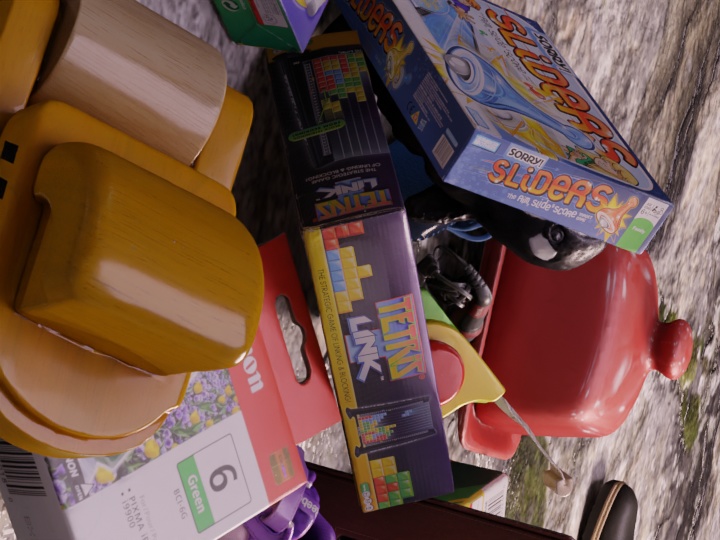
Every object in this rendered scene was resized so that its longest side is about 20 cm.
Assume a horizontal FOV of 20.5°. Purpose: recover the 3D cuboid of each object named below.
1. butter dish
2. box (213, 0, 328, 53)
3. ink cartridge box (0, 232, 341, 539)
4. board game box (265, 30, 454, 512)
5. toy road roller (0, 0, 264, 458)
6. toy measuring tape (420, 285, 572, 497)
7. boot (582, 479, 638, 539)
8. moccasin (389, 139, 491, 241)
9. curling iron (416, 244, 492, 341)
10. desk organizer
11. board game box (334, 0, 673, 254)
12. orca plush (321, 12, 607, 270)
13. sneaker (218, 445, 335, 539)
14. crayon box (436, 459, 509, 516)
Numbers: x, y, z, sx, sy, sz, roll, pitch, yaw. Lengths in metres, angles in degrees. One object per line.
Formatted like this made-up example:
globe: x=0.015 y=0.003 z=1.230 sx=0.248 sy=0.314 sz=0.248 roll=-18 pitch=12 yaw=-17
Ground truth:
butter dish: x=0.161 y=0.044 z=1.407 sx=0.199 sy=0.147 sz=0.201 roll=27 pitch=75 yaw=-73
box: x=-0.026 y=-0.226 z=1.027 sx=0.118 sy=0.048 sz=0.201 roll=64 pitch=41 yaw=-54
ink cartridge box: x=-0.077 y=0.064 z=0.928 sx=0.200 sy=0.050 sz=0.110 roll=-27 pitch=107 yaw=-40
board game box: x=0.000 y=0.000 z=1.069 sx=0.166 sy=0.056 sz=0.201 roll=-105 pitch=-177 yaw=-50
toy road roller: x=-0.099 y=-0.024 z=0.788 sx=0.123 sy=0.146 sz=0.201 roll=27 pitch=68 yaw=-34
toy measuring tape: x=0.056 y=0.087 z=1.259 sx=0.200 sy=0.073 sz=0.074 roll=51 pitch=47 yaw=-23
boot: x=0.261 y=0.294 z=1.756 sx=0.077 sy=0.138 sz=0.201 roll=-9 pitch=107 yaw=-64
moccasin: x=0.065 y=-0.056 z=1.255 sx=0.200 sy=0.080 sz=0.069 roll=-42 pitch=141 yaw=-52
curling iron: x=0.063 y=0.025 z=1.279 sx=0.026 sy=0.050 sz=0.200 roll=-44 pitch=168 yaw=-7
desk organizer: x=0.024 y=0.165 z=1.112 sx=0.072 sy=0.199 sz=0.077 roll=40 pitch=66 yaw=-63
board game box: x=0.072 y=-0.095 z=1.079 sx=0.135 sy=0.200 sz=0.035 roll=18 pitch=117 yaw=-32
orca plush: x=0.045 y=-0.060 z=1.136 sx=0.071 sy=0.200 sz=0.105 roll=-48 pitch=-168 yaw=5
sneaker: x=-0.067 y=0.103 z=1.020 sx=0.081 sy=0.088 sz=0.200 roll=-62 pitch=148 yaw=-29
crayon box: x=0.035 y=0.214 z=1.334 sx=0.200 sy=0.051 sz=0.128 roll=-20 pitch=118 yaw=-63
